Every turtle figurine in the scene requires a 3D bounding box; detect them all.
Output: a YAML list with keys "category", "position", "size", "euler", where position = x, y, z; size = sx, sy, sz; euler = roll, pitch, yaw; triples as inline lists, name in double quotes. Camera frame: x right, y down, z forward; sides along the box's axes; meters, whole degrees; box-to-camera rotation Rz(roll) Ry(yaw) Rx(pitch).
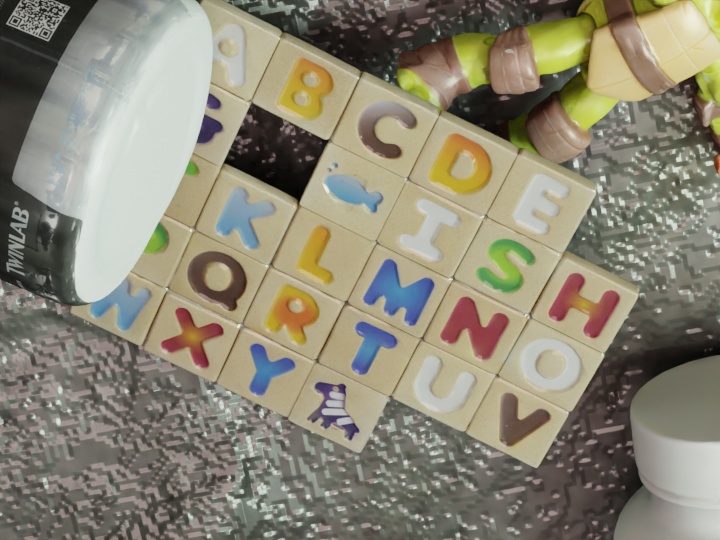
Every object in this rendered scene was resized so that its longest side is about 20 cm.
- category: "turtle figurine"
  position: [0.097, -0.090, 1.114]
  size: [0.160, 0.065, 0.200]
  euler: [-23, 141, 15]

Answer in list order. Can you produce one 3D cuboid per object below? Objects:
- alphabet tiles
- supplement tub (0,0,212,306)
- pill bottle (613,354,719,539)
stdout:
- category: "alphabet tiles"
  position: [0.000, 0.000, 1.147]
  size: [0.199, 0.008, 0.168]
  euler: [26, 127, -1]
- category: "supplement tub"
  position: [-0.164, -0.077, 1.077]
  size: [0.199, 0.123, 0.123]
  euler: [23, 111, 10]
- category: "pill bottle"
  position: [0.161, 0.141, 1.189]
  size: [0.111, 0.112, 0.201]
  euler: [-8, 111, 3]
